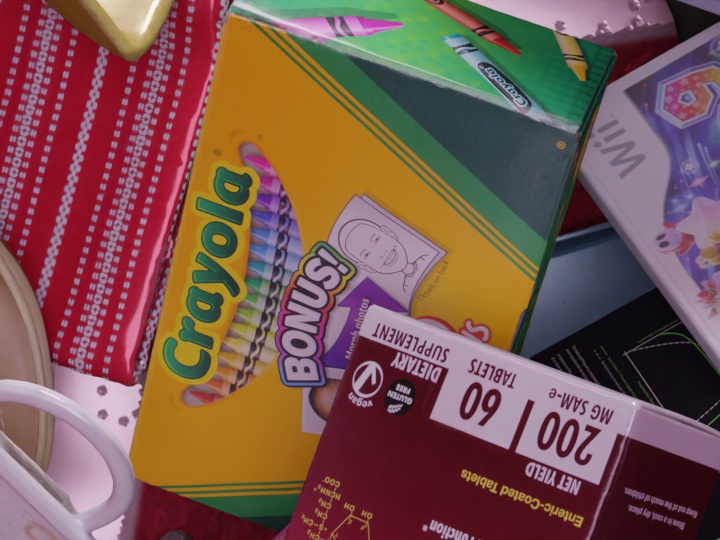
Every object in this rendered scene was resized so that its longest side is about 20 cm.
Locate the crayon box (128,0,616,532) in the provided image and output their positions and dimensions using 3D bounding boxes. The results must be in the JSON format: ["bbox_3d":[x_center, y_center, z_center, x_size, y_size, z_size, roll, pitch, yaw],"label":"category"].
[{"bbox_3d":[0.000,0.000,0.994,0.119,0.058,0.200,19,127,6],"label":"crayon box"}]

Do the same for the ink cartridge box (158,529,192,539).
[{"bbox_3d":[-0.052,0.212,1.041,0.148,0.086,0.200,-42,94,-2],"label":"ink cartridge box"}]

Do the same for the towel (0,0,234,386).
[{"bbox_3d":[-0.147,-0.057,1.029,0.200,0.022,0.145,18,95,17],"label":"towel"}]

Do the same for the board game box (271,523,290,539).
[{"bbox_3d":[-0.028,0.190,0.979,0.200,0.040,0.153,-43,93,-2],"label":"board game box"}]

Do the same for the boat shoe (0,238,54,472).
[{"bbox_3d":[-0.158,-0.003,0.980,0.072,0.065,0.200,-3,115,26],"label":"boat shoe"}]

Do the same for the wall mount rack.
[{"bbox_3d":[-0.174,0.079,0.974,0.174,0.200,0.075,45,48,-18],"label":"wall mount rack"}]

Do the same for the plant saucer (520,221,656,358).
[{"bbox_3d":[0.112,0.011,1.076,0.199,0.019,0.070,-16,92,-2],"label":"plant saucer"}]

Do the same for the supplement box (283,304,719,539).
[{"bbox_3d":[0.023,0.123,0.905,0.109,0.061,0.200,19,89,38],"label":"supplement box"}]

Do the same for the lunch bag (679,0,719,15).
[{"bbox_3d":[0.120,-0.198,0.982,0.170,0.124,0.200,22,56,2],"label":"lunch bag"}]

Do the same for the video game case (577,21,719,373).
[{"bbox_3d":[0.178,-0.051,0.962,0.200,0.018,0.143,-30,49,-3],"label":"video game case"}]

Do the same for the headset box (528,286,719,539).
[{"bbox_3d":[0.185,0.063,1.002,0.200,0.093,0.174,-29,130,-2],"label":"headset box"}]

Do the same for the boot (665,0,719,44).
[{"bbox_3d":[0.067,-0.119,1.044,0.199,0.073,0.182,9,76,-9],"label":"boot"}]

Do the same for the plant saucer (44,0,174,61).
[{"bbox_3d":[-0.110,-0.199,0.973,0.048,0.200,0.200,-8,134,34],"label":"plant saucer"}]
